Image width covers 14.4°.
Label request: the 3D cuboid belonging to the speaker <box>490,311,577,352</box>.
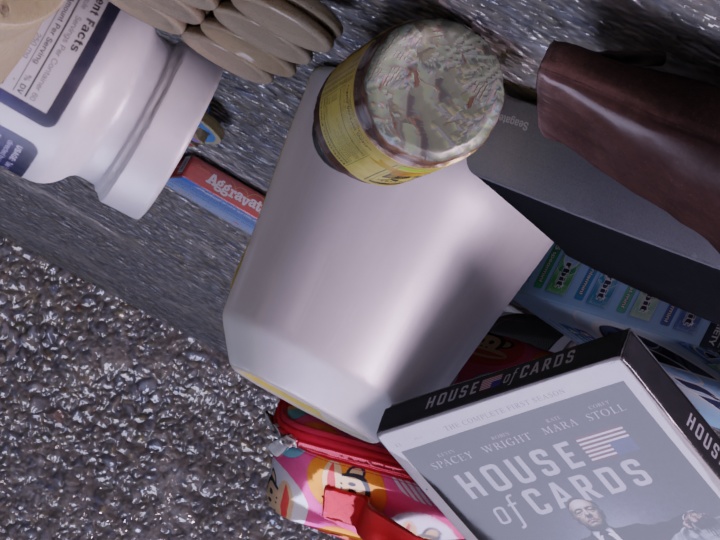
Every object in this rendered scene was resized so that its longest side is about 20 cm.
[{"bbox_3d":[0.119,0.069,1.774,0.081,0.081,0.200,30,173,-15],"label":"speaker"}]

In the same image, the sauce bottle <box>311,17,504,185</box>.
[{"bbox_3d":[0.014,-0.071,1.262,0.065,0.065,0.200,29,175,-7],"label":"sauce bottle"}]

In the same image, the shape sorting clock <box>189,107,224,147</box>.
[{"bbox_3d":[-0.175,-0.120,1.726,0.200,0.039,0.200,28,173,4],"label":"shape sorting clock"}]

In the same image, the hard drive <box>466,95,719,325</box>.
[{"bbox_3d":[0.145,-0.014,1.237,0.200,0.042,0.135,23,171,37],"label":"hard drive"}]

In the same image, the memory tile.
[{"bbox_3d":[-0.089,-0.136,1.316,0.153,0.017,0.200,30,172,-10],"label":"memory tile"}]

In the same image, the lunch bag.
[{"bbox_3d":[0.053,0.102,1.500,0.200,0.082,0.176,14,-152,14],"label":"lunch bag"}]

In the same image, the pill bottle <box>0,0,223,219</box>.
[{"bbox_3d":[-0.177,-0.115,1.460,0.200,0.116,0.116,30,173,-10],"label":"pill bottle"}]

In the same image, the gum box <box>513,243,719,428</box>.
[{"bbox_3d":[0.190,0.045,1.478,0.170,0.045,0.200,34,170,-35],"label":"gum box"}]

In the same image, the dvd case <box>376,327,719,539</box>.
[{"bbox_3d":[0.123,0.120,1.368,0.150,0.025,0.200,-21,122,37],"label":"dvd case"}]

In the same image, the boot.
[{"bbox_3d":[0.136,-0.034,1.005,0.166,0.072,0.200,25,176,7],"label":"boot"}]

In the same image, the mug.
[{"bbox_3d":[0.007,0.003,1.444,0.149,0.153,0.187,27,173,5],"label":"mug"}]

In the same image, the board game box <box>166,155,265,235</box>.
[{"bbox_3d":[-0.047,-0.024,2.002,0.200,0.019,0.103,30,174,-14],"label":"board game box"}]

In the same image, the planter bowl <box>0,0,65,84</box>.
[{"bbox_3d":[-0.197,-0.141,1.151,0.135,0.200,0.200,-11,149,36],"label":"planter bowl"}]
